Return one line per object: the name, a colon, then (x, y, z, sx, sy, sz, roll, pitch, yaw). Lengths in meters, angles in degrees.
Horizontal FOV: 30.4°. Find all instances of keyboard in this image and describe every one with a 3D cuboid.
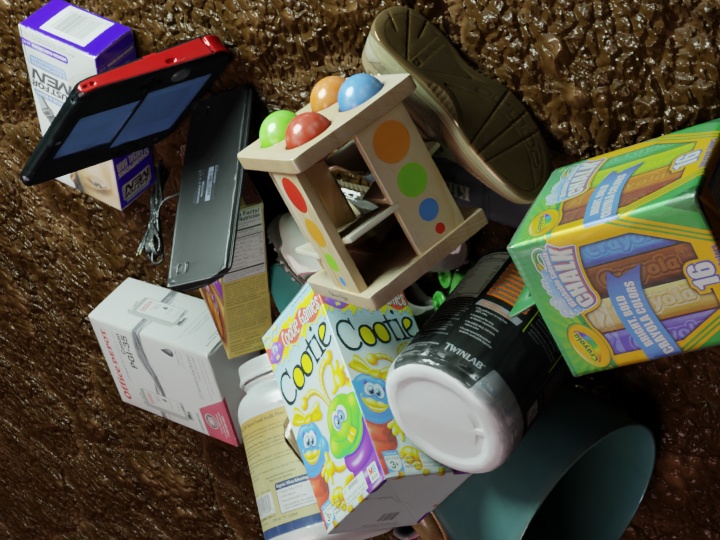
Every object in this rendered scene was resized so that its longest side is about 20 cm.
keyboard: (-0.158, -0.074, 1.267, 0.126, 0.203, 0.021, -11, 152, 33)

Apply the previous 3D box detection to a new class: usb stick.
usb stick: (0.081, -0.079, 1.162, 0.198, 0.033, 0.056, 20, 138, 30)

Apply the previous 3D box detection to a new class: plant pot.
plant pot: (0.148, 0.183, 1.223, 0.160, 0.199, 0.203, 37, 146, 35)

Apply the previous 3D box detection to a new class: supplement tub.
supplement tub: (-0.049, 0.187, 1.388, 0.144, 0.143, 0.203, -33, 67, 53)
supplement tub: (0.119, 0.062, 1.119, 0.121, 0.200, 0.124, 25, 140, 23)

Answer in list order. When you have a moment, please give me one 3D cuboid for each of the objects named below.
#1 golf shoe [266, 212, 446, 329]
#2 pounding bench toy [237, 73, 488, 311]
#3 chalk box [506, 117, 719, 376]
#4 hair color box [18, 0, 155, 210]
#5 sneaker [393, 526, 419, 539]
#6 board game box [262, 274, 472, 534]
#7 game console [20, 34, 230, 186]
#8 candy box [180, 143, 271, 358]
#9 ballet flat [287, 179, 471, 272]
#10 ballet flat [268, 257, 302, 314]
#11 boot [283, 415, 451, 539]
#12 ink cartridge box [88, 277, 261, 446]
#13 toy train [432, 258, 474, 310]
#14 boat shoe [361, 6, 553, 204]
golf shoe: (0.000, 0.000, 1.298, 0.199, 0.077, 0.088, 40, 126, -1)
pounding bench toy: (-0.020, -0.078, 1.114, 0.157, 0.124, 0.199, 60, 161, -19)
chalk box: (0.198, -0.012, 1.003, 0.198, 0.125, 0.125, -16, 115, 34)
hair color box: (-0.286, -0.173, 1.401, 0.108, 0.065, 0.202, 24, 141, 25)
sneaker: (0.052, 0.205, 1.420, 0.069, 0.082, 0.202, 12, 133, 38)
board game box: (0.004, 0.116, 1.184, 0.103, 0.104, 0.202, -49, 52, 40)
game console: (-0.225, -0.150, 1.270, 0.031, 0.176, 0.200, 57, 143, 4)
candy box: (-0.136, -0.023, 1.364, 0.117, 0.056, 0.202, -120, 22, -43)
ballet flat: (0.020, -0.049, 1.240, 0.198, 0.046, 0.068, 16, 118, 30)
ballet flat: (-0.020, 0.067, 1.339, 0.201, 0.063, 0.068, 54, 133, 16)
boot: (0.005, 0.203, 1.292, 0.200, 0.075, 0.074, 46, 163, 5)
ink cartridge box: (-0.212, 0.107, 1.580, 0.198, 0.083, 0.148, 15, 134, 34)
toy train: (0.087, 0.080, 1.258, 0.056, 0.041, 0.202, 50, 141, 47)
boat shoe: (0.079, -0.128, 1.093, 0.201, 0.071, 0.065, 50, 149, 10)
